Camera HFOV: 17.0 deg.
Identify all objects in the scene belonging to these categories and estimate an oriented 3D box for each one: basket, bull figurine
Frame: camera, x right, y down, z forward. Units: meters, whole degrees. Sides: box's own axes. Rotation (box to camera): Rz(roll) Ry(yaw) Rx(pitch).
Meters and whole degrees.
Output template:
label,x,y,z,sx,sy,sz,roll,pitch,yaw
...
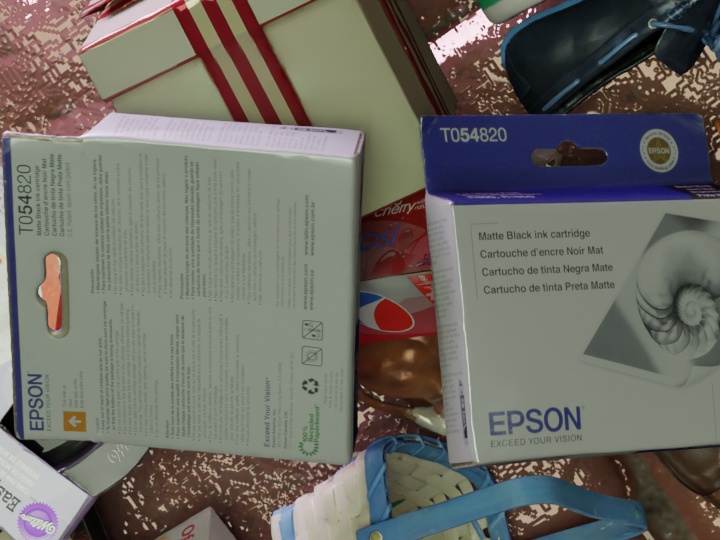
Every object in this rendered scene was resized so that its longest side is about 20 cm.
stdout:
label,x,y,z,sx,sy,sz,roll,pitch,yaw
basket,0.056,0.166,1.453,0.199,0.176,0.140,-16,70,24
bull figurine,0.076,0.015,1.490,0.121,0.065,0.200,40,102,0

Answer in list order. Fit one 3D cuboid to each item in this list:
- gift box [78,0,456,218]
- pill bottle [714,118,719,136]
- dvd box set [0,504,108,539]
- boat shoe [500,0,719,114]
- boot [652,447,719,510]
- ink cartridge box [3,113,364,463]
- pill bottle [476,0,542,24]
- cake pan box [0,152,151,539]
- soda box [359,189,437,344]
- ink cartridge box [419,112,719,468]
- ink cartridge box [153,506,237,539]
label,x,y,z,sx,sy,sz,roll,pitch,yaw
gift box,-0.059,-0.129,1.438,0.184,0.200,0.187,-25,109,8
pill bottle,0.310,-0.100,1.409,0.199,0.106,0.107,-27,93,9
dvd box set,-0.267,0.177,1.559,0.199,0.029,0.147,-31,66,13
boat shoe,0.185,-0.146,1.447,0.199,0.084,0.069,-25,74,25
boot,0.201,0.024,1.446,0.200,0.064,0.187,38,92,-9
ink cartridge box,-0.099,0.010,1.366,0.199,0.041,0.201,5,117,4
pill bottle,0.081,-0.258,1.426,0.113,0.113,0.201,-27,93,12
cake pan box,-0.210,0.053,1.488,0.200,0.052,0.184,38,93,1
soda box,0.000,0.000,1.442,0.199,0.070,0.063,-8,141,43
ink cartridge box,0.134,0.006,1.364,0.199,0.041,0.201,-3,83,-25
ink cartridge box,-0.121,0.256,1.509,0.199,0.129,0.125,-32,111,11
